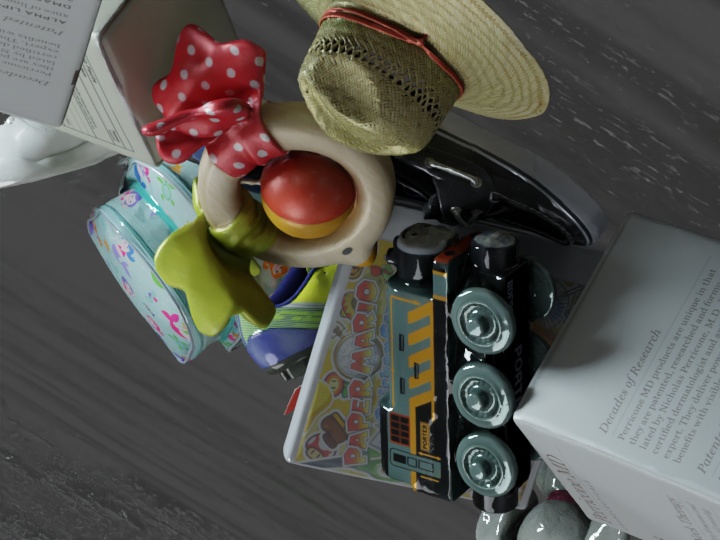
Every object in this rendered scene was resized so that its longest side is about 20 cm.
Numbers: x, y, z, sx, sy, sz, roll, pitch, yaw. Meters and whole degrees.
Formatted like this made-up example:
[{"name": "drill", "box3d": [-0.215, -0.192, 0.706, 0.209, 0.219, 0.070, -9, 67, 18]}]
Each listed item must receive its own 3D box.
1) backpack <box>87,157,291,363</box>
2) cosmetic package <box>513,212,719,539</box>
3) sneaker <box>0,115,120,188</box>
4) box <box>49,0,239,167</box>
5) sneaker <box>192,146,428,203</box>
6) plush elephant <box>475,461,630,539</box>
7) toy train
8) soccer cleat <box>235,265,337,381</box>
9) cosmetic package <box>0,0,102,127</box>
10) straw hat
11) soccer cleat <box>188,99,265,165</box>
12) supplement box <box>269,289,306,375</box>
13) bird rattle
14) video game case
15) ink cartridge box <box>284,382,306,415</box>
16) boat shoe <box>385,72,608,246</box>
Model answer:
[{"name": "backpack", "box3d": [-0.116, -0.028, 1.775, 0.178, 0.150, 0.200, 54, 158, -1]}, {"name": "cosmetic package", "box3d": [0.242, 0.094, 1.486, 0.199, 0.167, 0.167, 20, 162, 34]}, {"name": "sneaker", "box3d": [-0.206, -0.116, 1.617, 0.075, 0.199, 0.089, -49, -61, -81]}, {"name": "box", "box3d": [-0.198, -0.173, 1.525, 0.199, 0.109, 0.128, 21, 151, 30]}, {"name": "sneaker", "box3d": [-0.034, -0.084, 1.566, 0.199, 0.078, 0.070, 25, -162, -17]}, {"name": "plush elephant", "box3d": [0.196, 0.213, 1.950, 0.164, 0.156, 0.200, 13, 157, 46]}, {"name": "toy train", "box3d": [0.066, 0.064, 1.508, 0.113, 0.085, 0.201, 13, 119, 30]}, {"name": "soccer cleat", "box3d": [0.000, 0.000, 1.623, 0.084, 0.199, 0.065, 59, 163, -2]}, {"name": "cosmetic package", "box3d": [-0.215, -0.207, 1.280, 0.164, 0.166, 0.200, 16, 160, -8]}, {"name": "straw hat", "box3d": [0.012, -0.117, 1.393, 0.200, 0.085, 0.201, 28, 165, 8]}, {"name": "soccer cleat", "box3d": [-0.138, -0.136, 1.655, 0.199, 0.068, 0.073, 27, 150, 6]}, {"name": "supplement box", "box3d": [-0.024, 0.047, 1.754, 0.067, 0.069, 0.200, 50, 177, 12]}, {"name": "bird rattle", "box3d": [-0.058, -0.064, 1.478, 0.162, 0.113, 0.201, 3, 125, -2]}, {"name": "video game case", "box3d": [0.059, 0.057, 1.579, 0.181, 0.201, 0.023, 12, -162, -14]}, {"name": "ink cartridge box", "box3d": [0.043, 0.060, 1.673, 0.057, 0.200, 0.163, 52, 170, 6]}, {"name": "boat shoe", "box3d": [0.066, -0.059, 1.510, 0.199, 0.068, 0.072, 30, 164, 0]}]
